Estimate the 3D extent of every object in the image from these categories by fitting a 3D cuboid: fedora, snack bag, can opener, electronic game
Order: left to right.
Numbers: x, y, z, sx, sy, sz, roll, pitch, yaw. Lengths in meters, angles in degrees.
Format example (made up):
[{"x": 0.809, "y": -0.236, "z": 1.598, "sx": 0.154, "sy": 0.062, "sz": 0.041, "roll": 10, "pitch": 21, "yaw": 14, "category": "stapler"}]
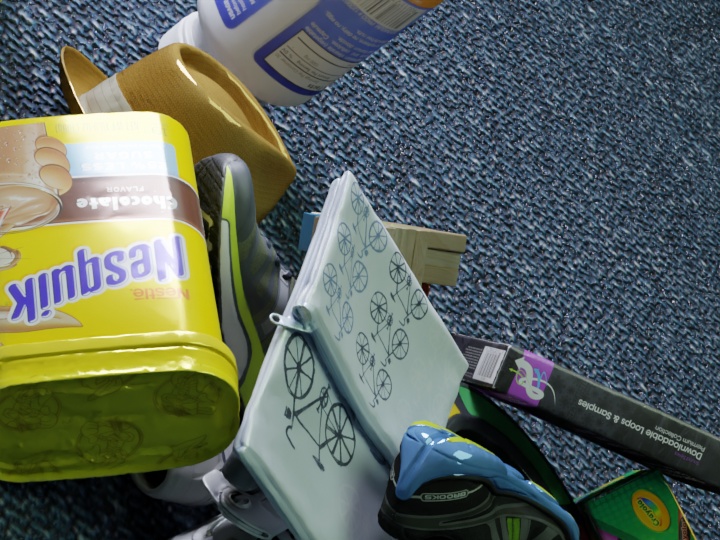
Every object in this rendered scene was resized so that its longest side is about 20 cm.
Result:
[{"x": -0.102, "y": -0.079, "z": 1.652, "sx": 0.201, "sy": 0.082, "sz": 0.201, "roll": 50, "pitch": 10, "yaw": -12, "category": "fedora"}, {"x": -0.018, "y": 0.098, "z": 1.521, "sx": 0.053, "sy": 0.067, "sz": 0.200, "roll": 39, "pitch": 31, "yaw": 16, "category": "can opener"}, {"x": -0.002, "y": 0.077, "z": 1.492, "sx": 0.189, "sy": 0.021, "sz": 0.200, "roll": 60, "pitch": 40, "yaw": -41, "category": "snack bag"}, {"x": 0.091, "y": 0.155, "z": 1.674, "sx": 0.200, "sy": 0.042, "sz": 0.200, "roll": 43, "pitch": 25, "yaw": -26, "category": "electronic game"}]

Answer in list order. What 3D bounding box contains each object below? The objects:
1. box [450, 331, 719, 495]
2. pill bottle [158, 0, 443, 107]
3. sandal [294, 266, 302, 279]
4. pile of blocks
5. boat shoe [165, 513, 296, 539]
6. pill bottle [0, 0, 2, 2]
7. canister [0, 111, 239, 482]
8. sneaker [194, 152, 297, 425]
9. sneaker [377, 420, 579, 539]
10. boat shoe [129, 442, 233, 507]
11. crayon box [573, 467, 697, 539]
[{"x": 0.160, "y": 0.098, "z": 1.757, "sx": 0.200, "sy": 0.036, "sz": 0.143, "roll": 23, "pitch": -3, "yaw": -13, "category": "box"}, {"x": -0.039, "y": -0.181, "z": 1.788, "sx": 0.112, "sy": 0.200, "sz": 0.112, "roll": 39, "pitch": 31, "yaw": -30, "category": "pill bottle"}, {"x": -0.012, "y": 0.040, "z": 1.710, "sx": 0.055, "sy": 0.082, "sz": 0.200, "roll": 29, "pitch": 39, "yaw": -24, "category": "sandal"}, {"x": 0.000, "y": 0.000, "z": 1.624, "sx": 0.200, "sy": 0.082, "sz": 0.062, "roll": 4, "pitch": 96, "yaw": -71, "category": "pile of blocks"}, {"x": -0.068, "y": 0.163, "z": 1.494, "sx": 0.074, "sy": 0.067, "sz": 0.200, "roll": 53, "pitch": 26, "yaw": -5, "category": "boat shoe"}, {"x": -0.240, "y": -0.216, "z": 1.593, "sx": 0.111, "sy": 0.111, "sz": 0.200, "roll": 50, "pitch": 26, "yaw": -11, "category": "pill bottle"}, {"x": -0.152, "y": 0.009, "z": 1.456, "sx": 0.087, "sy": 0.148, "sz": 0.200, "roll": 94, "pitch": -12, "yaw": -48, "category": "canister"}, {"x": -0.058, "y": 0.018, "z": 1.576, "sx": 0.074, "sy": 0.081, "sz": 0.200, "roll": 35, "pitch": -39, "yaw": 53, "category": "sneaker"}, {"x": 0.063, "y": 0.148, "z": 1.536, "sx": 0.071, "sy": 0.083, "sz": 0.200, "roll": 28, "pitch": -4, "yaw": 33, "category": "sneaker"}, {"x": -0.133, "y": 0.044, "z": 1.527, "sx": 0.066, "sy": 0.072, "sz": 0.200, "roll": 9, "pitch": 57, "yaw": -55, "category": "boat shoe"}, {"x": 0.196, "y": 0.200, "z": 1.804, "sx": 0.119, "sy": 0.058, "sz": 0.200, "roll": 64, "pitch": -2, "yaw": 5, "category": "crayon box"}]
